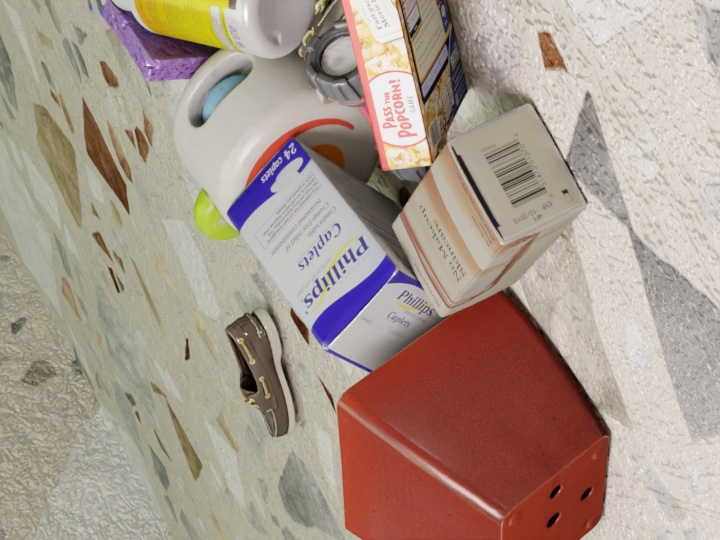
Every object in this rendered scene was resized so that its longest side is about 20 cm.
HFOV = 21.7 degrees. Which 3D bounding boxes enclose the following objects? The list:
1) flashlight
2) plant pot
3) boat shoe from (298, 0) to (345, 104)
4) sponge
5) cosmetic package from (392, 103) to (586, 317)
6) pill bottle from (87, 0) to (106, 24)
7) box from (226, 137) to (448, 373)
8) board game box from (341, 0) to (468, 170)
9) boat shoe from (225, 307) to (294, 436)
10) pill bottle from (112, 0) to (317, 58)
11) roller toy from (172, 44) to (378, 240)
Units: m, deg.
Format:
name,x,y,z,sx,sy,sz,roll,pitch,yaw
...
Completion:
name,x,y,z,sx,sy,sz,roll,pitch,yaw
flashlight,0.017,-0.139,1.628,0.068,0.068,0.200,19,163,30
plant pot,0.113,0.173,1.691,0.176,0.200,0.200,38,149,31
boat shoe,-0.018,-0.213,1.668,0.060,0.072,0.200,59,166,11
sponge,-0.151,-0.237,1.894,0.112,0.199,0.030,51,134,35
cosmetic package,0.104,-0.046,1.586,0.104,0.087,0.200,61,161,12
pill bottle,-0.283,-0.398,2.191,0.114,0.113,0.201,43,150,50
box,0.000,0.000,1.772,0.184,0.105,0.200,29,-162,-51
board game box,0.034,-0.205,1.526,0.152,0.046,0.201,-62,-37,-59
boat shoe,-0.133,0.143,2.482,0.072,0.059,0.201,43,151,48
pill bottle,-0.146,-0.270,1.785,0.199,0.109,0.110,16,132,35
roller toy,-0.083,-0.136,1.849,0.140,0.199,0.183,51,146,37
